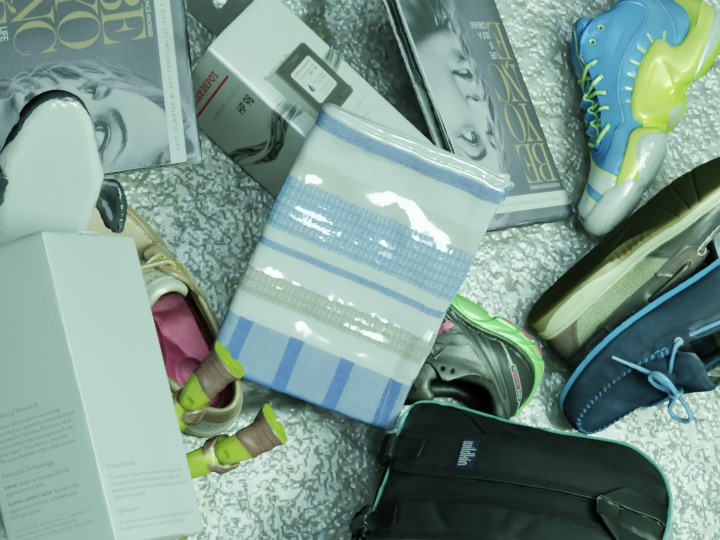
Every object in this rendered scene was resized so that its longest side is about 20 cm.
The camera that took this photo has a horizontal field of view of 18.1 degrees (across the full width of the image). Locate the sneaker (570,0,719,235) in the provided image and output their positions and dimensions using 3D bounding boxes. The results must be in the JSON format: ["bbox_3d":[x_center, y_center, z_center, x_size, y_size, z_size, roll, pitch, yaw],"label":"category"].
[{"bbox_3d":[0.187,-0.125,1.678,0.105,0.076,0.200,27,71,10],"label":"sneaker"}]

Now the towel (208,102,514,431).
[{"bbox_3d":[0.000,0.000,1.512,0.147,0.024,0.200,22,101,-18],"label":"towel"}]

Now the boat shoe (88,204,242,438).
[{"bbox_3d":[-0.140,0.020,1.545,0.074,0.069,0.200,-36,89,-19],"label":"boat shoe"}]

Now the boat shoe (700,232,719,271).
[{"bbox_3d":[0.297,0.032,1.665,0.065,0.074,0.202,-15,76,-14],"label":"boat shoe"}]

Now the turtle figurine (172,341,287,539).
[{"bbox_3d":[-0.139,0.119,1.486,0.161,0.064,0.200,-38,70,7],"label":"turtle figurine"}]

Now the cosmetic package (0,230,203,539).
[{"bbox_3d":[-0.177,0.080,1.407,0.081,0.113,0.201,-19,79,23],"label":"cosmetic package"}]

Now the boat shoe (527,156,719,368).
[{"bbox_3d":[0.214,-0.006,1.631,0.201,0.072,0.066,-38,105,6],"label":"boat shoe"}]

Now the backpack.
[{"bbox_3d":[0.109,0.191,1.498,0.199,0.154,0.176,2,38,19],"label":"backpack"}]

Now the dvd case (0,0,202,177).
[{"bbox_3d":[-0.214,-0.132,1.547,0.199,0.016,0.149,-8,79,5],"label":"dvd case"}]

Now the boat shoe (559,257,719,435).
[{"bbox_3d":[0.229,0.056,1.595,0.200,0.084,0.069,-42,59,17],"label":"boat shoe"}]

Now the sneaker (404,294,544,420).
[{"bbox_3d":[0.035,0.048,1.585,0.200,0.077,0.084,28,68,-7],"label":"sneaker"}]

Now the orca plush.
[{"bbox_3d":[-0.210,-0.031,1.511,0.105,0.071,0.201,-14,117,-13],"label":"orca plush"}]

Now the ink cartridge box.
[{"bbox_3d":[-0.057,-0.116,1.572,0.200,0.116,0.067,43,68,-3],"label":"ink cartridge box"}]

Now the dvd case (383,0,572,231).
[{"bbox_3d":[0.082,-0.126,1.614,0.149,0.016,0.201,-9,78,-60],"label":"dvd case"}]
